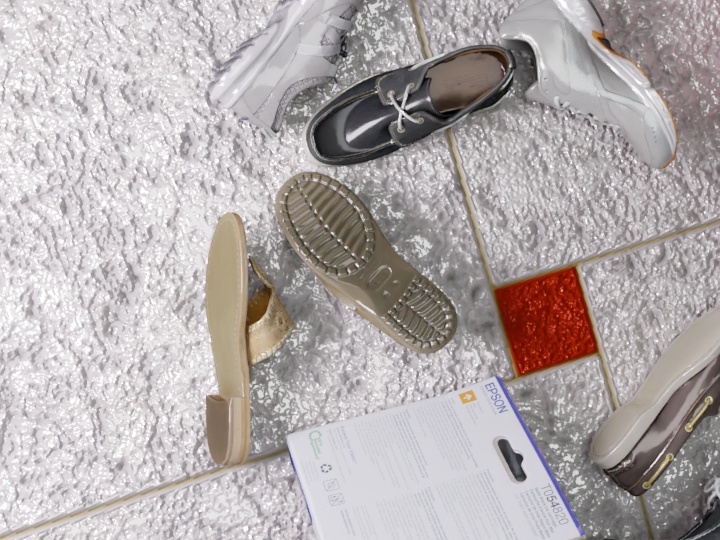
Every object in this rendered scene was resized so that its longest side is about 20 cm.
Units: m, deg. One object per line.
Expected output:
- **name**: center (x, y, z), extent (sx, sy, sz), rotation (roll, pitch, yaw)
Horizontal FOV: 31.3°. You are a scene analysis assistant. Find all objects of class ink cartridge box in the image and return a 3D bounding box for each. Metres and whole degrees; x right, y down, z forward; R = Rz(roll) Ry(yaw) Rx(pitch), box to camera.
- **ink cartridge box**: center (0.056, 0.187, 1.053), extent (0.198, 0.200, 0.041), rotation (-14, 129, -8)

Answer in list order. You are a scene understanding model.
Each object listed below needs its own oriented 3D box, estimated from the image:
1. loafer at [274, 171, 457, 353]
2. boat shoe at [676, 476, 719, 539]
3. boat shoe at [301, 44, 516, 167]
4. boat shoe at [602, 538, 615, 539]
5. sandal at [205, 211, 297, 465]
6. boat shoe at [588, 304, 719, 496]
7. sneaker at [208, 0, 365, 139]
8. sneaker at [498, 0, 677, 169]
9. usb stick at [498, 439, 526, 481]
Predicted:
- **loafer**: center (0.000, 0.000, 1.110), extent (0.076, 0.068, 0.200), rotation (-39, 78, -13)
- **boat shoe**: center (0.338, 0.213, 1.142), extent (0.198, 0.074, 0.069), rotation (-18, 80, -22)
- **boat shoe**: center (0.042, -0.148, 1.123), extent (0.199, 0.068, 0.072), rotation (-22, 92, -7)
- **boat shoe**: center (0.218, 0.319, 1.085), extent (0.060, 0.072, 0.202), rotation (31, 40, -13)
- **sandal**: center (-0.089, 0.058, 1.097), extent (0.069, 0.077, 0.214), rotation (1, 93, -29)
- **boat shoe**: center (0.291, 0.113, 1.151), extent (0.059, 0.072, 0.200), rotation (43, 85, -11)
- **sneaker**: center (-0.040, -0.201, 1.119), extent (0.200, 0.075, 0.082), rotation (-45, 109, -2)
- **sneaker**: center (0.200, -0.162, 1.155), extent (0.092, 0.076, 0.201), rotation (-37, 86, -2)
- **usb stick**: center (0.141, 0.221, 1.137), extent (0.055, 0.033, 0.202), rotation (-18, 91, -6)
